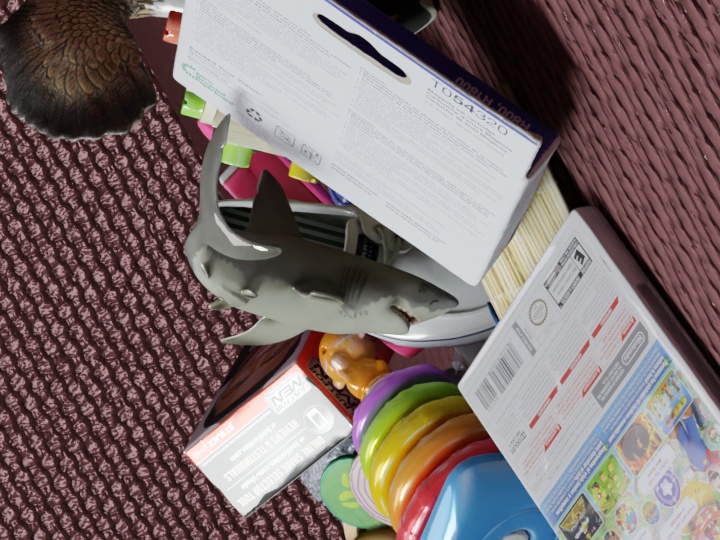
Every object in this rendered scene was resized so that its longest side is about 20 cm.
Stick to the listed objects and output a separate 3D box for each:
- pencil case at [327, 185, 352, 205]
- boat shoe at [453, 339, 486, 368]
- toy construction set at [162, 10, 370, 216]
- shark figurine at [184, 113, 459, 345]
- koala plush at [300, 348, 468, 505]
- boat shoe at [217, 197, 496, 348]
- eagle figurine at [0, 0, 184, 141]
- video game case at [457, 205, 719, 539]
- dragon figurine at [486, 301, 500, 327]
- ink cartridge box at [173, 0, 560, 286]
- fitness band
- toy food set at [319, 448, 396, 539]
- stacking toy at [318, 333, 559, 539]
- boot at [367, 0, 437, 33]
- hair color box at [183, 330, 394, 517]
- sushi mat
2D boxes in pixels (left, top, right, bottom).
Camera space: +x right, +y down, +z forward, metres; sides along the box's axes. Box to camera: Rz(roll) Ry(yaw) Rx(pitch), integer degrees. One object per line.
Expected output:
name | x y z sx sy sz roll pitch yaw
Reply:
pencil case | -0.008 -0.090 1.799 0.200 0.087 0.078 51 160 50
boat shoe | 0.112 0.066 1.673 0.200 0.072 0.068 50 171 23
toy construction set | -0.026 -0.084 1.590 0.199 0.092 0.131 28 -176 -8
shark figurine | -0.053 -0.020 1.543 0.214 0.128 0.090 27 -122 -53
koala plush | 0.086 0.109 1.817 0.178 0.183 0.200 55 152 16
boat shoe | 0.000 0.000 1.641 0.067 0.199 0.074 55 -137 -75
eagle figurine | -0.148 -0.168 1.687 0.200 0.150 0.152 -90 -19 -80
video game case | 0.133 0.088 1.421 0.200 0.018 0.143 57 136 27
dragon figurine | 0.106 0.032 1.562 0.200 0.059 0.099 54 172 14
ink cartridge box | 0.002 -0.092 1.392 0.196 0.043 0.200 35 159 5
fitness band | -0.028 -0.026 1.759 0.200 0.037 0.144 47 -176 7
toy food set | 0.061 0.170 1.732 0.199 0.049 0.199 12 119 34
stacking toy | 0.034 0.098 1.642 0.200 0.109 0.116 48 127 40
boot | -0.020 -0.193 1.470 0.145 0.072 0.200 60 178 5
hair color box | -0.036 0.067 1.805 0.061 0.101 0.200 47 -159 -9
sushi mat | 0.093 0.006 1.483 0.096 0.012 0.201 -31 83 54
